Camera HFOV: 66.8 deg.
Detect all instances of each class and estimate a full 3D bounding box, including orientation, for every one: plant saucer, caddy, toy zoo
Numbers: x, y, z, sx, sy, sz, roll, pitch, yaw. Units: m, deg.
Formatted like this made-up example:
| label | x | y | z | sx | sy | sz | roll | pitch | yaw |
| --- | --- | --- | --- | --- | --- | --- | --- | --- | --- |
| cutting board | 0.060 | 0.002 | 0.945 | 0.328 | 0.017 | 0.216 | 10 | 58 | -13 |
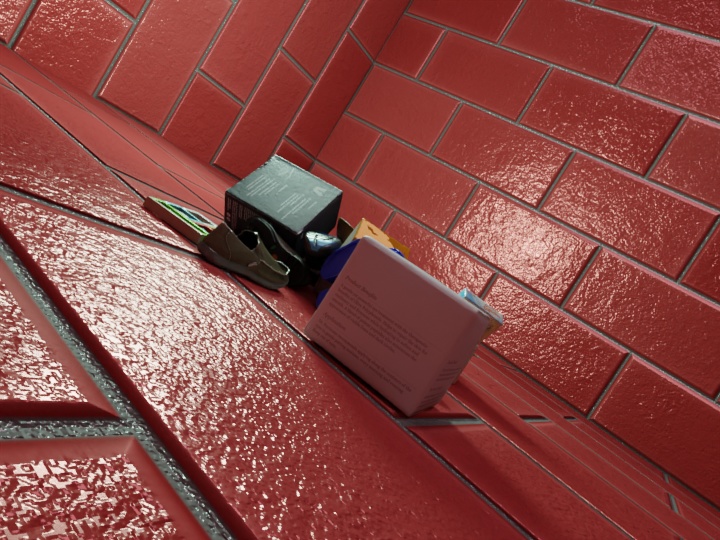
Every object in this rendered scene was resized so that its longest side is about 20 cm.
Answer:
| label | x | y | z | sx | sy | sz | roll | pitch | yaw |
| --- | --- | --- | --- | --- | --- | --- | --- | --- | --- |
| plant saucer | 0.000 | -0.042 | 1.329 | 0.201 | 0.035 | 0.200 | 49 | -4 | 5 |
| caddy | 0.005 | 0.026 | 1.037 | 0.104 | 0.143 | 0.199 | 25 | -31 | -32 |
| toy zoo | -0.298 | -0.080 | 1.025 | 0.131 | 0.021 | 0.200 | 34 | 4 | 14 |

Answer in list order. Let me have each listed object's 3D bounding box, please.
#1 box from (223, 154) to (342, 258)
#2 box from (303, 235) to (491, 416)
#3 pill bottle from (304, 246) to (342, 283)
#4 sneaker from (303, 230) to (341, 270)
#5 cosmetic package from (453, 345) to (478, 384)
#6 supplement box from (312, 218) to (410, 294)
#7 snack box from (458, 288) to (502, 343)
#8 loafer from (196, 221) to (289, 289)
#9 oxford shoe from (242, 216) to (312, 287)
| label | x | y | z | sx | sy | sz | roll | pitch | yaw |
| --- | --- | --- | --- | --- | --- | --- | --- | --- | --- |
| box | -0.177 | -0.138 | 1.257 | 0.199 | 0.118 | 0.197 | 30 | 46 | 12 |
| box | 0.064 | 0.083 | 0.826 | 0.198 | 0.172 | 0.200 | 34 | 4 | 21 |
| pill bottle | -0.091 | -0.022 | 1.334 | 0.199 | 0.113 | 0.112 | 34 | 4 | 16 |
| sneaker | -0.082 | -0.035 | 1.143 | 0.072 | 0.083 | 0.200 | 18 | 4 | 2 |
| cosmetic package | 0.146 | 0.150 | 1.209 | 0.199 | 0.104 | 0.073 | 33 | 3 | -10 |
| supplement box | 0.000 | 0.000 | 1.177 | 0.125 | 0.200 | 0.074 | 33 | 43 | -10 |
| snack box | 0.221 | 0.140 | 1.276 | 0.116 | 0.200 | 0.037 | 35 | 34 | -13 |
| loafer | -0.181 | -0.025 | 0.925 | 0.075 | 0.070 | 0.199 | 35 | 4 | 33 |
| oxford shoe | -0.176 | -0.033 | 1.142 | 0.200 | 0.073 | 0.084 | 48 | 6 | 21 |
